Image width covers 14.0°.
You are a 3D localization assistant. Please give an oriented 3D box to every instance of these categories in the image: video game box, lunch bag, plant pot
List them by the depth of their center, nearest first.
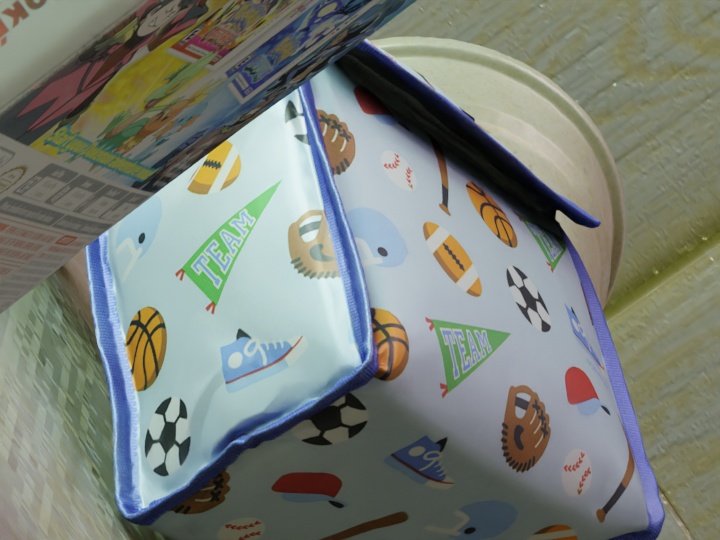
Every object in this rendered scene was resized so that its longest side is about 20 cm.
[{"bbox_3d":[-0.062,-0.047,0.646,0.047,0.182,0.200,56,3,5],"label":"video game box"},{"bbox_3d":[0.000,0.000,0.966,0.170,0.124,0.201,33,33,-44],"label":"lunch bag"},{"bbox_3d":[0.024,0.032,1.233,0.201,0.200,0.184,54,15,-28],"label":"plant pot"}]
